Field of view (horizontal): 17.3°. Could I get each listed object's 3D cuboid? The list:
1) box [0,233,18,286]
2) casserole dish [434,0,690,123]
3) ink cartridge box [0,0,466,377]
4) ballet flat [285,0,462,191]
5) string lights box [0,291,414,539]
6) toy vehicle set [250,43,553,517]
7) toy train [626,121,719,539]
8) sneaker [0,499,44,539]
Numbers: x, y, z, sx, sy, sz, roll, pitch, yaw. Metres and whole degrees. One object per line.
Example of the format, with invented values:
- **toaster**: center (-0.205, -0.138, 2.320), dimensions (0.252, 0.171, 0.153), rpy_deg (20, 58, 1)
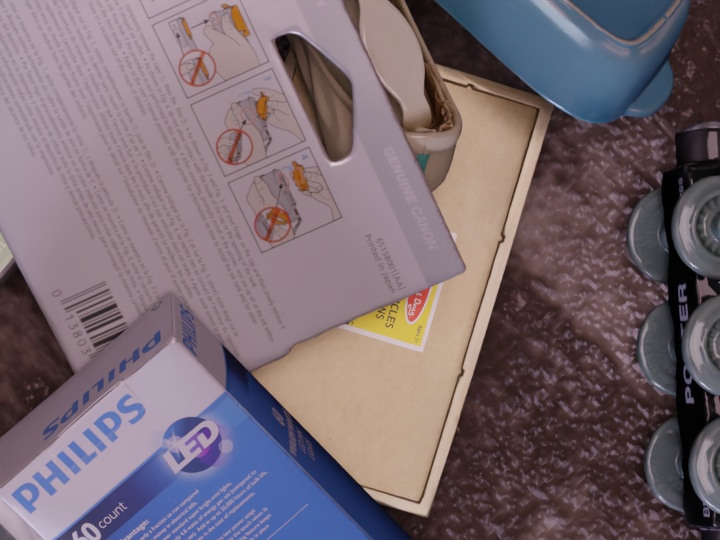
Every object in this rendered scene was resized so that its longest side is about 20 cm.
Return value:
- **box**: center (-0.218, -0.080, 1.068), dimensions (0.200, 0.036, 0.144), rpy_deg (41, 85, 1)
- **casserole dish**: center (0.071, -0.152, 1.054), dimensions (0.200, 0.039, 0.121), rpy_deg (42, 42, 0)
- **ink cartridge box**: center (-0.074, -0.054, 1.010), dimensions (0.173, 0.044, 0.200), rpy_deg (-24, 106, 4)
- **ballet flat**: center (-0.008, -0.124, 1.044), dimensions (0.069, 0.069, 0.200), rpy_deg (-23, 72, -5)
- **string lights box**: center (-0.050, 0.118, 1.013), dimensions (0.103, 0.059, 0.200), rpy_deg (-40, 108, 9)
- **toy vehicle set**: center (0.000, 0.000, 1.080), dimensions (0.124, 0.027, 0.200), rpy_deg (18, 85, -2)
- **toy train**: center (0.187, 0.032, 1.066), dimensions (0.114, 0.085, 0.200), rpy_deg (-3, 87, -13)
- **sneaker**: center (-0.174, 0.158, 1.035), dimensions (0.200, 0.084, 0.121), rpy_deg (46, 75, -1)
